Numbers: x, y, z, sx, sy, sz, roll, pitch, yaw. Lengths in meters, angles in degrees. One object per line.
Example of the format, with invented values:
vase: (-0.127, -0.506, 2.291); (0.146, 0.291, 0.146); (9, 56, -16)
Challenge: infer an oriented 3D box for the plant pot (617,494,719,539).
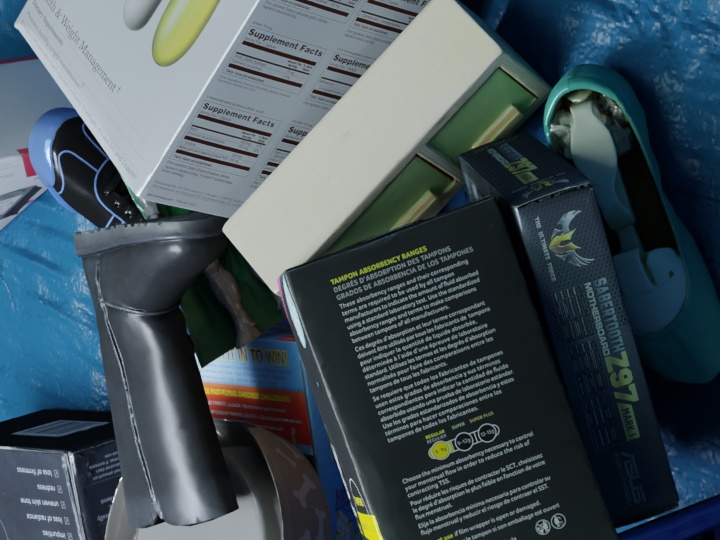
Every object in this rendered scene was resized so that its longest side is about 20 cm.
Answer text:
plant pot: (0.154, 0.255, 1.368); (0.180, 0.200, 0.201); (-27, 82, 55)

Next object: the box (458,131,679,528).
box: (0.119, 0.031, 1.359); (0.158, 0.051, 0.201); (-123, 15, -75)

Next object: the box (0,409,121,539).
box: (-0.220, 0.217, 1.827); (0.200, 0.124, 0.197); (-1, 100, 48)

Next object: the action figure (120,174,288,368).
action figure: (-0.110, -0.047, 1.586); (0.200, 0.118, 0.055); (58, -179, -4)

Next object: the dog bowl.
dog bowl: (-0.095, 0.195, 1.600); (0.200, 0.059, 0.201); (-13, 73, 47)

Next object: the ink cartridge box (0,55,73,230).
ink cartridge box: (-0.315, -0.084, 1.818); (0.200, 0.147, 0.086); (-37, 73, 49)

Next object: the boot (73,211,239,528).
boot: (-0.118, 0.066, 1.513); (0.165, 0.065, 0.201); (-7, 92, 62)

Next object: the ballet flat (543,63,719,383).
ballet flat: (0.152, -0.024, 1.362); (0.067, 0.070, 0.201); (-22, 85, 24)

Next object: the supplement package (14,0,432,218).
supplement package: (-0.079, -0.167, 1.466); (0.200, 0.147, 0.191); (-57, 49, 21)

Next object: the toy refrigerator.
toy refrigerator: (0.018, -0.066, 1.429); (0.200, 0.076, 0.070); (-47, 59, 9)

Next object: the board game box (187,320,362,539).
board game box: (-0.074, 0.135, 1.687); (0.200, 0.056, 0.197); (3, 104, 48)

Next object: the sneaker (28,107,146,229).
sneaker: (-0.143, -0.042, 1.638); (0.078, 0.070, 0.200); (12, 154, 52)

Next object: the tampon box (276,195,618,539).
tampon box: (0.042, 0.075, 1.325); (0.150, 0.126, 0.201); (145, 105, -85)
